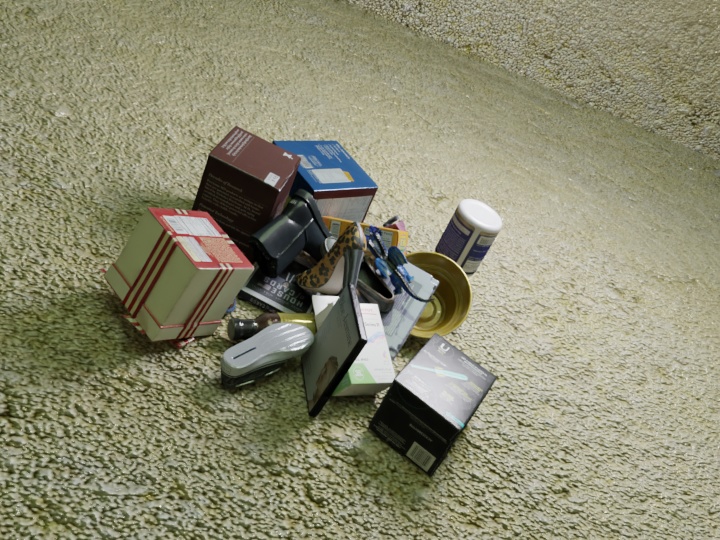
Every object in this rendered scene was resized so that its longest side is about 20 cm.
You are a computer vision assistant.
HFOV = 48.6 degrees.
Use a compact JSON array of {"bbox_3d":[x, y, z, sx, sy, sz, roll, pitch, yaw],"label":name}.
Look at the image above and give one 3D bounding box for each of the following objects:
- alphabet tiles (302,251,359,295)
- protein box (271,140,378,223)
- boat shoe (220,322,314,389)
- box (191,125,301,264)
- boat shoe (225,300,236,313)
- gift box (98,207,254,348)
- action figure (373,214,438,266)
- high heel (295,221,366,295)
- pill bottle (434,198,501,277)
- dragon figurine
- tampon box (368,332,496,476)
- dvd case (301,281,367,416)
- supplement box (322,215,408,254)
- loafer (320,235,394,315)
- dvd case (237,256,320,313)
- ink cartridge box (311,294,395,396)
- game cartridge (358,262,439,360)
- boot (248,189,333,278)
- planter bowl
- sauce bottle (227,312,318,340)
[{"bbox_3d":[-0.033,0.003,1.756,0.165,0.008,0.201,7,32,-38],"label":"alphabet tiles"},{"bbox_3d":[-0.102,-0.198,1.896,0.197,0.136,0.199,-8,46,-41],"label":"protein box"},{"bbox_3d":[-0.172,0.153,1.430,0.197,0.072,0.072,-17,51,-39],"label":"boat shoe"},{"bbox_3d":[-0.246,-0.158,1.682,0.162,0.202,0.167,25,32,-1],"label":"box"},{"bbox_3d":[-0.280,-0.002,1.563,0.071,0.073,0.202,6,39,-28],"label":"boat shoe"},{"bbox_3d":[-0.335,0.009,1.401,0.185,0.188,0.198,47,23,26],"label":"gift box"},{"bbox_3d":[0.089,-0.015,1.813,0.146,0.134,0.203,-23,79,-8],"label":"action figure"},{"bbox_3d":[-0.060,-0.026,1.583,0.070,0.146,0.198,12,-4,-39],"label":"high heel"},{"bbox_3d":[0.242,-0.057,1.886,0.114,0.202,0.117,19,33,-13],"label":"pill bottle"},{"bbox_3d":[0.065,-0.007,1.598,0.058,0.100,0.201,-36,52,-5],"label":"dragon figurine"},{"bbox_3d":[0.135,0.242,1.473,0.149,0.128,0.200,35,33,12],"label":"tampon box"},{"bbox_3d":[-0.050,0.140,1.412,0.017,0.202,0.144,17,34,-24],"label":"dvd case"},{"bbox_3d":[0.005,-0.072,1.776,0.196,0.070,0.066,14,6,23],"label":"supplement box"},{"bbox_3d":[0.000,0.000,1.613,0.072,0.063,0.200,-40,81,-26],"label":"loafer"},{"bbox_3d":[-0.154,0.028,1.655,0.148,0.025,0.201,27,32,-1],"label":"dvd case"},{"bbox_3d":[-0.014,0.128,1.506,0.115,0.067,0.204,4,61,-39],"label":"ink cartridge box"},{"bbox_3d":[0.061,0.071,1.650,0.132,0.041,0.202,31,66,9],"label":"game cartridge"},{"bbox_3d":[-0.138,-0.042,1.642,0.076,0.202,0.169,21,58,38],"label":"boot"},{"bbox_3d":[0.138,0.068,1.720,0.195,0.084,0.204,1,62,-2],"label":"planter bowl"},{"bbox_3d":[-0.154,0.112,1.506,0.196,0.065,0.065,3,39,-29],"label":"sauce bottle"}]
